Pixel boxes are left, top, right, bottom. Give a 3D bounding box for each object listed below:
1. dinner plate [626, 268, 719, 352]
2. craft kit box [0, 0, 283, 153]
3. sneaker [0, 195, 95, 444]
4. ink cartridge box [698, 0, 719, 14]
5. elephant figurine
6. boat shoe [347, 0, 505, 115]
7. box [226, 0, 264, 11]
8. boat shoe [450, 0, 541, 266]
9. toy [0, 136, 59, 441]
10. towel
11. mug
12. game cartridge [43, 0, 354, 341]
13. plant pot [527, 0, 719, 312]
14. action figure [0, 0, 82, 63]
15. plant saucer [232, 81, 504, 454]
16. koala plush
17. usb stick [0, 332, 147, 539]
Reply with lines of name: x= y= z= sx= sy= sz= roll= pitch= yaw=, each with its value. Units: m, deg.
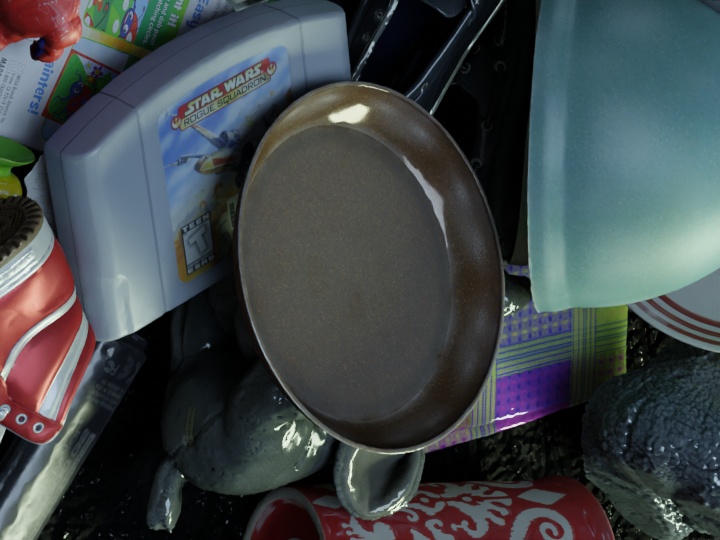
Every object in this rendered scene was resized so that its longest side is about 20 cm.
dinner plate: x=0.237 y=-0.028 z=1.623 sx=0.200 sy=0.200 sz=0.024 roll=-35 pitch=153 yaw=-20
craft kit box: x=-0.113 y=-0.149 z=1.421 sx=0.197 sy=0.048 sz=0.201 roll=19 pitch=95 yaw=-35
sneaker: x=-0.223 y=0.061 z=1.337 sx=0.199 sy=0.071 sz=0.113 roll=-34 pitch=129 yaw=-11
ink cartridge box: x=0.215 y=-0.186 z=1.567 sx=0.200 sy=0.147 sz=0.086 roll=36 pitch=81 yaw=-38
elephant figurine: x=-0.008 y=0.071 z=1.513 sx=0.199 sy=0.155 sz=0.142 roll=16 pitch=56 yaw=-42
boat shoe: x=0.041 y=-0.162 z=1.498 sx=0.201 sy=0.074 sz=0.062 roll=-64 pitch=161 yaw=5
box: x=-0.094 y=-0.249 z=1.351 sx=0.200 sy=0.040 sz=0.137 roll=41 pitch=56 yaw=-28
boat shoe: x=0.072 y=-0.104 z=1.549 sx=0.066 sy=0.075 sz=0.201 roll=2 pitch=98 yaw=-4
toy: x=-0.222 y=0.017 z=1.391 sx=0.115 sy=0.047 sz=0.201 roll=8 pitch=116 yaw=-37
towel: x=0.082 y=0.030 z=1.630 sx=0.199 sy=0.023 sz=0.145 roll=-14 pitch=113 yaw=-31
mug: x=0.048 y=0.177 z=1.575 sx=0.199 sy=0.177 sz=0.134 roll=6 pitch=65 yaw=-31
game cartridge: x=-0.079 y=-0.062 z=1.410 sx=0.200 sy=0.041 sz=0.134 roll=-33 pitch=136 yaw=-35
plant pot: x=0.172 y=-0.074 z=1.521 sx=0.133 sy=0.200 sz=0.202 roll=2 pitch=110 yaw=9
action figure: x=-0.194 y=-0.120 z=1.324 sx=0.199 sy=0.099 sz=0.066 roll=-25 pitch=100 yaw=21
plant saucer: x=0.000 y=0.000 z=1.427 sx=0.199 sy=0.032 sz=0.202 roll=13 pitch=72 yaw=-43
koala plush: x=0.243 y=0.066 z=1.652 sx=0.184 sy=0.177 sz=0.201 roll=44 pitch=71 yaw=-46
usb stick: x=-0.183 y=0.116 z=1.465 sx=0.201 sy=0.033 sz=0.055 roll=-59 pitch=150 yaw=-3
